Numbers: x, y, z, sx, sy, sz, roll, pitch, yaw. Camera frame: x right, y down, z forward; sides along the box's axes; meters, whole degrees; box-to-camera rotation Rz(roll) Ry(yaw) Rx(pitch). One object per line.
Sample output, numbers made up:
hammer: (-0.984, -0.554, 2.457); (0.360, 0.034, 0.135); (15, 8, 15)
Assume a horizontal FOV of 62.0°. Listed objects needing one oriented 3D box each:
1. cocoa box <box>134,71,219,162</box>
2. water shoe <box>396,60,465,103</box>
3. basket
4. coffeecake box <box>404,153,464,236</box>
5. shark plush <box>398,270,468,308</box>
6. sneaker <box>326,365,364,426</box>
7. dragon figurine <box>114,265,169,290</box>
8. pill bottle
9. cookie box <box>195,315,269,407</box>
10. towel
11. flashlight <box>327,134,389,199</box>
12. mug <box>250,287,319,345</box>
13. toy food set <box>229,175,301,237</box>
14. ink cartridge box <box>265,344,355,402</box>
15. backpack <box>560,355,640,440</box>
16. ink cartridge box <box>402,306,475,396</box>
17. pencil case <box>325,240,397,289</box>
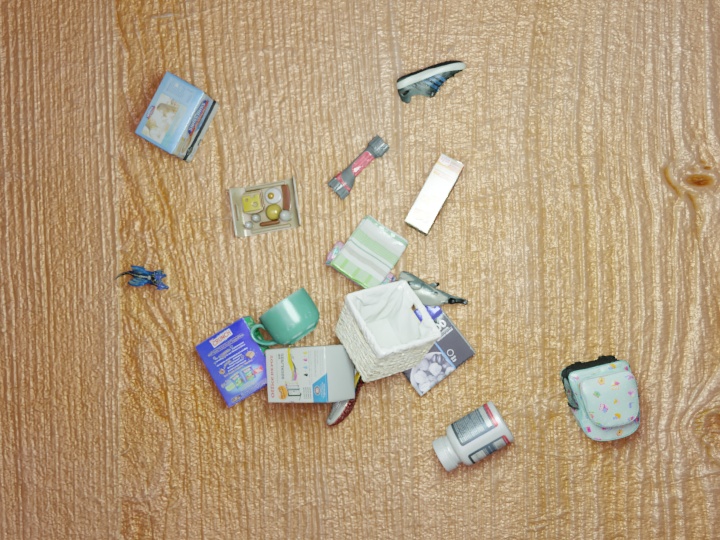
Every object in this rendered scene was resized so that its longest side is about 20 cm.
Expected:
cocoa box: (-0.523, -0.437, 1.722); (0.133, 0.131, 0.201); (30, 93, 6)
water shoe: (0.200, -0.527, 1.677); (0.199, 0.072, 0.079); (-16, 115, 5)
basket: (0.064, 0.161, 1.569); (0.199, 0.161, 0.199); (-12, 54, -32)
coffeecake box: (0.198, -0.200, 1.621); (0.073, 0.154, 0.201); (29, 93, 6)
shark plush: (0.200, 0.051, 1.660); (0.198, 0.084, 0.091); (7, 129, 13)
sneaker: (-0.050, 0.345, 1.698); (0.082, 0.078, 0.201); (24, 89, 21)
dragon figurine: (-0.640, 0.017, 1.751); (0.198, 0.099, 0.059); (10, 91, 7)
pill bottle: (0.301, 0.454, 1.623); (0.199, 0.120, 0.120); (-32, 86, 6)
cookie box: (-0.347, 0.258, 1.726); (0.170, 0.075, 0.201); (-31, 86, 6)
towel: (0.028, -0.049, 1.651); (0.149, 0.031, 0.200); (32, 58, 6)
flashlight: (-0.002, -0.291, 1.690); (0.200, 0.068, 0.068); (-44, 84, 6)
mug: (-0.200, 0.144, 1.677); (0.185, 0.152, 0.115); (-36, 89, 34)
toy food set: (-0.274, -0.183, 1.726); (0.198, 0.060, 0.145); (-9, 89, 6)
ink cartridge box: (-0.136, 0.279, 1.629); (0.199, 0.144, 0.149); (-7, 82, 31)
backpack: (0.638, 0.342, 1.569); (0.174, 0.153, 0.202); (-14, 95, 1)
ink cartridge box: (0.185, 0.211, 1.678); (0.198, 0.043, 0.200); (-39, 84, 5)
pencil case: (0.000, 0.000, 1.679); (0.199, 0.087, 0.088); (35, 94, 7)
